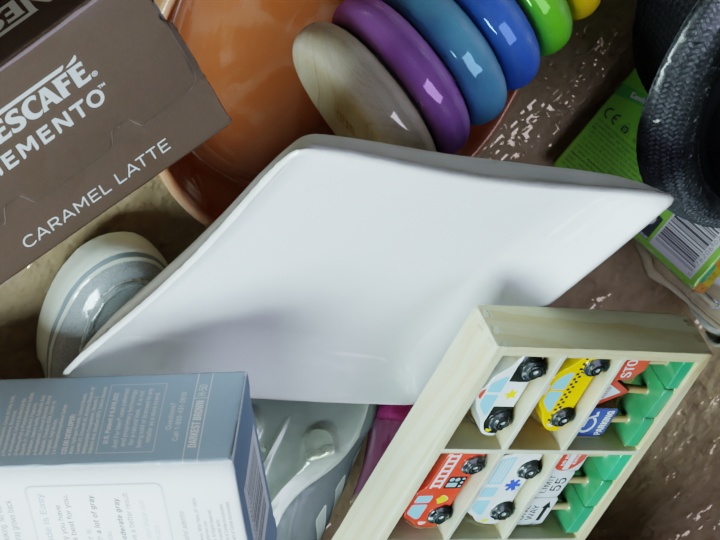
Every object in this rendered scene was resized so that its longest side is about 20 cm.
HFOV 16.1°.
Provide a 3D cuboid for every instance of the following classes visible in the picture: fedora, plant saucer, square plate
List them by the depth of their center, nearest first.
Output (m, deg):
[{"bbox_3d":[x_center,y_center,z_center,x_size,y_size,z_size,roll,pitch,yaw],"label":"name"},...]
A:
[{"bbox_3d":[0.000,0.000,1.090,0.199,0.029,0.198,6,148,-36],"label":"square plate"},{"bbox_3d":[-0.011,-0.102,1.125,0.199,0.032,0.201,-16,129,-22],"label":"plant saucer"},{"bbox_3d":[0.188,-0.119,1.138,0.200,0.092,0.201,-21,137,-22],"label":"fedora"}]

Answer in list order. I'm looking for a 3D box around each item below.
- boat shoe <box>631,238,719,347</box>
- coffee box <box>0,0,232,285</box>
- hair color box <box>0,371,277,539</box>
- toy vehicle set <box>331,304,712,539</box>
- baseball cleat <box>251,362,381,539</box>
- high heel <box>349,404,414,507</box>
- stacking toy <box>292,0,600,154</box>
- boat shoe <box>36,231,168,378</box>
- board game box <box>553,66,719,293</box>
[{"bbox_3d":[0.202,0.005,1.319,0.068,0.075,0.200,-27,141,17],"label":"boat shoe"},{"bbox_3d":[-0.147,-0.095,0.925,0.114,0.200,0.080,-37,134,-5],"label":"coffee box"},{"bbox_3d":[-0.142,0.101,1.100,0.199,0.061,0.099,-3,129,7],"label":"hair color box"},{"bbox_3d":[0.066,0.097,1.195,0.124,0.027,0.200,2,134,-32],"label":"toy vehicle set"},{"bbox_3d":[-0.042,0.109,1.242,0.201,0.070,0.106,-63,168,0],"label":"baseball cleat"},{"bbox_3d":[0.057,0.109,1.309,0.200,0.067,0.097,51,55,-59],"label":"high heel"},{"bbox_3d":[0.070,-0.125,1.091,0.200,0.085,0.086,-39,134,-9],"label":"stacking toy"},{"bbox_3d":[-0.105,0.079,1.165,0.070,0.072,0.202,-12,127,-25],"label":"boat shoe"},{"bbox_3d":[0.192,-0.095,1.218,0.200,0.096,0.030,-51,159,10],"label":"board game box"}]
